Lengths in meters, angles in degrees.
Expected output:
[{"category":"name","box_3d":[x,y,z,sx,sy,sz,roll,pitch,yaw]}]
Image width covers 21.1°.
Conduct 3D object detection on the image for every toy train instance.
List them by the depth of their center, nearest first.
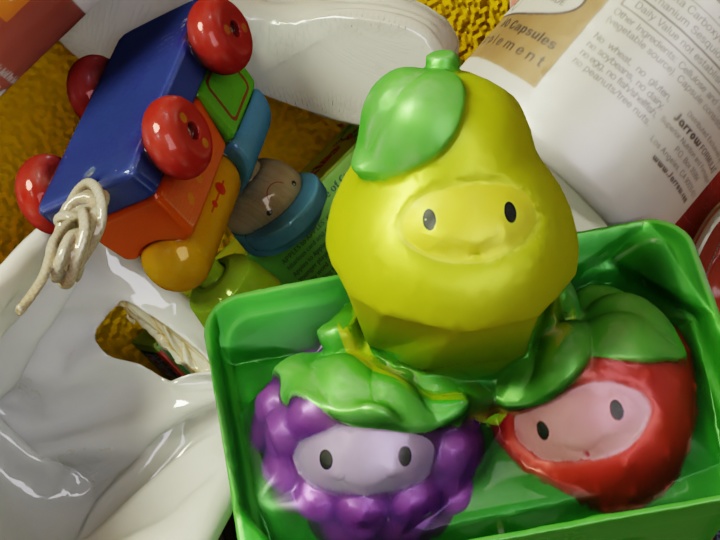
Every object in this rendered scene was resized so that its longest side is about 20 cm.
[{"category":"toy train","box_3d":[-0.077,-0.012,0.787,0.116,0.084,0.200,51,34,-29]}]

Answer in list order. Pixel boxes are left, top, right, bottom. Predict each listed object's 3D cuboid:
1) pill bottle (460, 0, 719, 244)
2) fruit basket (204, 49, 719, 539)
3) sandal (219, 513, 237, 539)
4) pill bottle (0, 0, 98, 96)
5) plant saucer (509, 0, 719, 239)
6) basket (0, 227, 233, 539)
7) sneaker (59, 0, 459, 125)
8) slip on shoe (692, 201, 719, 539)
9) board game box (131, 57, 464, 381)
[{"category":"pill bottle","box_3d":[0.140,-0.114,0.830,0.114,0.114,0.200,42,87,-14]},{"category":"fruit basket","box_3d":[0.043,0.030,0.731,0.215,0.216,0.156,3,48,-19]},{"category":"sandal","box_3d":[-0.057,0.196,0.892,0.082,0.054,0.201,-47,120,-55]},{"category":"pill bottle","box_3d":[-0.177,-0.123,0.798,0.200,0.112,0.112,-44,104,0]},{"category":"plant saucer","box_3d":[0.162,-0.043,0.945,0.199,0.037,0.201,-3,92,-36]},{"category":"basket","box_3d":[-0.139,0.089,0.778,0.136,0.200,0.123,44,121,-9]},{"category":"sneaker","box_3d":[-0.052,-0.119,0.887,0.199,0.089,0.075,18,118,4]},{"category":"slip on shoe","box_3d":[0.182,0.062,0.895,0.074,0.061,0.201,9,86,-21]},{"category":"board game box","box_3d":[0.000,0.000,0.913,0.200,0.048,0.102,-46,103,-14]}]
